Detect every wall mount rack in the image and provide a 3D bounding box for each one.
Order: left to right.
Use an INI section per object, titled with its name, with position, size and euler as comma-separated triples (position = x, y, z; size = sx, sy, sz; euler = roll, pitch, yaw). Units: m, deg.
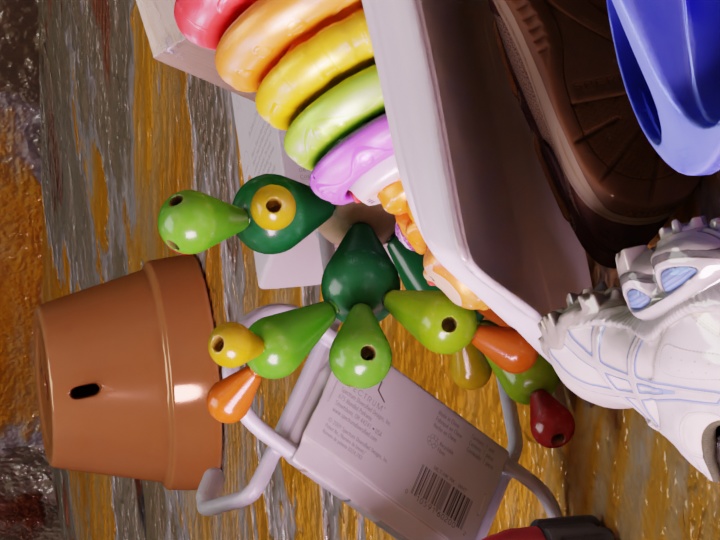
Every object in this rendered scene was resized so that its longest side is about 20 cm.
[wall mount rack]
position = 0.011, 0.066, 1.345
size = 0.074, 0.200, 0.174
euler = -19, 40, 53

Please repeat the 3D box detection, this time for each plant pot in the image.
[plant pot]
position = -0.201, 0.093, 2.476
size = 0.200, 0.139, 0.201
euler = 174, 90, -78

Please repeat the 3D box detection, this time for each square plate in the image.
[square plate]
position = 0.042, -0.063, 1.132
size = 0.200, 0.028, 0.199
euler = 40, -145, -64

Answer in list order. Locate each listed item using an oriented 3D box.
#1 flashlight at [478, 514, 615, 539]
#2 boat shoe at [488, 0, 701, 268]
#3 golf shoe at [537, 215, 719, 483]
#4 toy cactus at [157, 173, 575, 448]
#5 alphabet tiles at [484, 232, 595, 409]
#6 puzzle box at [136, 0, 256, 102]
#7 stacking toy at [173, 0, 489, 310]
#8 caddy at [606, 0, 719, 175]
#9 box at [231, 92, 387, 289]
[flashlight]
position = 0.013, 0.148, 1.269
size = 0.068, 0.199, 0.068
euler = -130, 36, -73
[boat shoe]
position = 0.082, -0.093, 1.157
size = 0.072, 0.072, 0.201
euler = 106, 150, -58
[golf shoe]
position = 0.117, 0.042, 1.032
size = 0.200, 0.078, 0.098
euler = 121, 132, -78
[toy cactus]
position = 0.000, 0.000, 1.268
size = 0.165, 0.199, 0.103
euler = -92, 23, -49
[alphabet tiles]
position = 0.042, -0.028, 1.308
size = 0.200, 0.008, 0.168
euler = 46, 160, 43
[puzzle box]
position = -0.083, -0.180, 1.442
size = 0.133, 0.025, 0.201
euler = 21, -133, -58
[stacking toy]
position = 0.003, -0.069, 1.207
size = 0.201, 0.109, 0.116
euler = 62, -176, 11
[caddy]
position = 0.112, -0.130, 0.882
size = 0.141, 0.104, 0.201
euler = 161, 104, -77
[box]
position = -0.014, -0.107, 1.554
size = 0.124, 0.097, 0.201
euler = 117, 146, -70
